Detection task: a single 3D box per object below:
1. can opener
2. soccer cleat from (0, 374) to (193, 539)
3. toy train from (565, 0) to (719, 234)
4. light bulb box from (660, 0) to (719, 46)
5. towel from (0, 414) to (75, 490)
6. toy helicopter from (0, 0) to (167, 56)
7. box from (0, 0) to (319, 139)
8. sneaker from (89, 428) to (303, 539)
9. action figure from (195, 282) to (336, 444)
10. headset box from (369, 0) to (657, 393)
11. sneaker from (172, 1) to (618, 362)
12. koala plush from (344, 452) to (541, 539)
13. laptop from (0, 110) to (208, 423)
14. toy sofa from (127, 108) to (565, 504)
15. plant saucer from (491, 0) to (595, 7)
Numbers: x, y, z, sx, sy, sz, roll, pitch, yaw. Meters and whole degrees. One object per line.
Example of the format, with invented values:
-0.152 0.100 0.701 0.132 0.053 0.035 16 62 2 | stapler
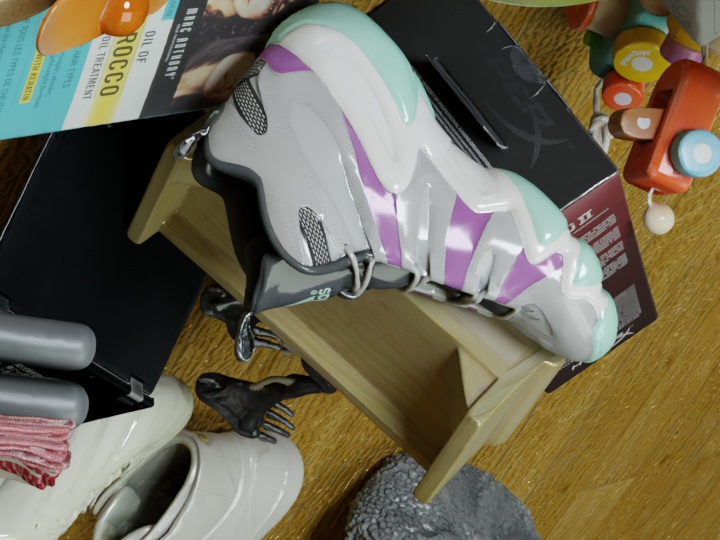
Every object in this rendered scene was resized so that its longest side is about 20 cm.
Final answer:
-0.215 0.033 1.202 0.200 0.053 0.066 7 178 -14 | can opener
-0.166 0.115 1.446 0.200 0.078 0.069 -23 151 -27 | soccer cleat
0.133 -0.100 1.384 0.200 0.056 0.150 -161 -87 -76 | toy train
0.195 -0.241 1.260 0.198 0.125 0.200 -33 154 -8 | light bulb box
-0.201 0.076 1.224 0.144 0.023 0.200 6 172 -8 | towel
-0.099 -0.138 1.052 0.200 0.132 0.079 -22 146 -28 | toy helicopter
-0.109 -0.106 1.179 0.200 0.049 0.082 -12 137 -41 | box
-0.129 0.167 1.592 0.116 0.074 0.200 13 115 -55 | sneaker
0.003 0.018 1.407 0.102 0.119 0.200 10 157 -36 | action figure
0.068 -0.047 1.389 0.075 0.149 0.200 -35 155 -4 | headset box
0.004 -0.002 1.198 0.140 0.200 0.078 -46 -179 -18 | sneaker
0.013 0.226 1.794 0.200 0.184 0.177 -30 175 38 | koala plush
-0.166 -0.005 1.322 0.200 0.116 0.187 -15 158 16 | laptop
0.000 0.000 1.283 0.098 0.200 0.083 -42 170 -36 | toy sofa
0.072 -0.205 1.098 0.200 0.200 0.031 -29 -177 -16 | plant saucer
